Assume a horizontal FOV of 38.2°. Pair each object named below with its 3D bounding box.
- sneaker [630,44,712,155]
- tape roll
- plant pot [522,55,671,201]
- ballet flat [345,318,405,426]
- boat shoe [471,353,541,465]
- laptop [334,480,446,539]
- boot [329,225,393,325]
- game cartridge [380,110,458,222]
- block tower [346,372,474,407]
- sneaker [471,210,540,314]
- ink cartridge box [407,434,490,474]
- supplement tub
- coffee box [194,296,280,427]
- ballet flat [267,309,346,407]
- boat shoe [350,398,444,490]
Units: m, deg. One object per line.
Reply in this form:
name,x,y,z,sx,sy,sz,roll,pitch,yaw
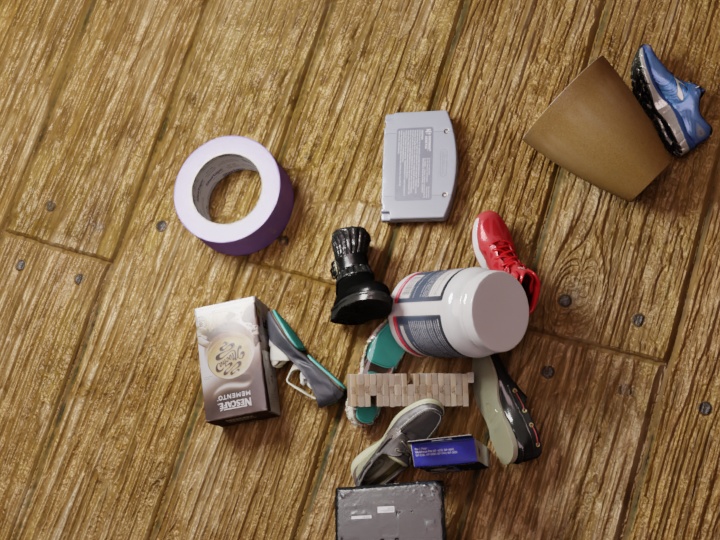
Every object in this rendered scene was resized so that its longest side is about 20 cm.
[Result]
sneaker,0.520,-0.291,1.735,0.089,0.079,0.200,-23,77,-5
tape roll,-0.226,-0.133,1.860,0.199,0.085,0.201,-3,75,12
plant pot,0.400,-0.214,1.692,0.200,0.186,0.186,45,89,7
ballet flat,0.021,0.162,1.728,0.076,0.064,0.200,29,80,-21
boat shoe,0.231,0.213,1.667,0.063,0.074,0.202,-3,59,-24
laptop,0.056,0.445,1.637,0.177,0.103,0.201,-7,65,11
boot,-0.003,0.000,1.714,0.079,0.211,0.158,9,78,-18
game cartridge,0.105,-0.181,1.819,0.133,0.040,0.201,-1,75,17
block tower,0.081,0.192,1.674,0.199,0.054,0.058,-1,85,-9
sneaker,0.247,-0.014,1.686,0.078,0.116,0.201,-11,79,-22
ink cartridge box,0.138,0.284,1.594,0.099,0.200,0.039,-8,73,13
supplement tub,0.152,0.067,1.640,0.200,0.140,0.141,-5,69,53
coffee box,-0.210,0.157,1.777,0.113,0.080,0.201,-12,72,9
ballet flat,-0.110,0.155,1.762,0.073,0.073,0.200,-43,72,-1
boat shoe,0.062,0.286,1.652,0.201,0.072,0.066,-45,28,20
